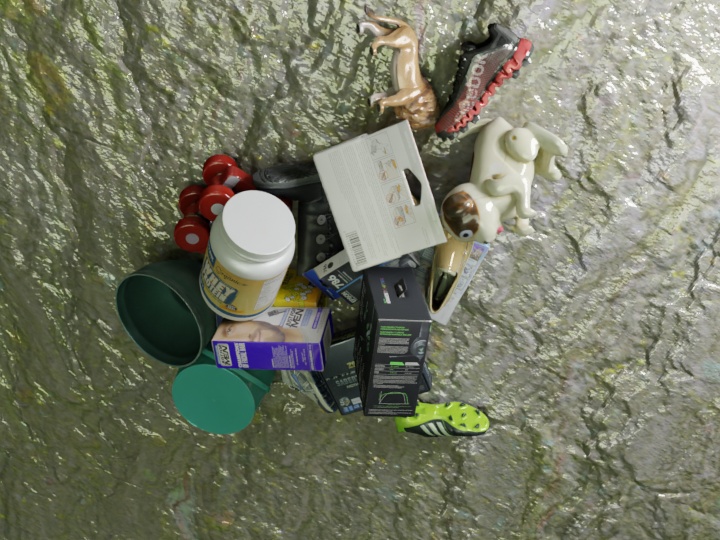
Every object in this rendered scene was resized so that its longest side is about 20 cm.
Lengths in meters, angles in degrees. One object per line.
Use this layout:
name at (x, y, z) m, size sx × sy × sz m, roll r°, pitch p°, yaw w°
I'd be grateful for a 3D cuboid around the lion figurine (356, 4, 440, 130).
lion figurine at (0.066, -0.318, 1.139) m, size 0.120 × 0.072 × 0.205 m, roll -16°, pitch 114°, yaw -20°

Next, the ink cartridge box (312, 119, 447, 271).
ink cartridge box at (0.034, -0.120, 1.166) m, size 0.172 × 0.045 × 0.205 m, roll -16°, pitch 100°, yaw 22°

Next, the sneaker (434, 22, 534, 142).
sneaker at (0.173, -0.297, 1.129) m, size 0.097 × 0.071 × 0.201 m, roll 38°, pitch 114°, yaw -11°

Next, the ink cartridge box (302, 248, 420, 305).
ink cartridge box at (0.000, 0.000, 1.283) m, size 0.197 × 0.040 × 0.099 m, roll -30°, pitch 133°, yaw 25°

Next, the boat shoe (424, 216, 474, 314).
boat shoe at (0.154, -0.017, 1.242) m, size 0.070 × 0.077 × 0.205 m, roll 11°, pitch 118°, yaw 6°

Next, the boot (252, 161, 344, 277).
boot at (-0.106, -0.084, 1.286) m, size 0.160 × 0.066 × 0.205 m, roll -9°, pitch 124°, yaw -16°

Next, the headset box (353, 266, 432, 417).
headset box at (0.048, 0.110, 1.219) m, size 0.090 × 0.175 × 0.205 m, roll 2°, pitch 117°, yaw -9°

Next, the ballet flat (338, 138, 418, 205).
ballet flat at (0.026, -0.138, 1.222) m, size 0.200 × 0.063 × 0.069 m, roll 46°, pitch 111°, yaw 6°

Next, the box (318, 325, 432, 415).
box at (0.021, 0.181, 1.390) m, size 0.195 × 0.051 × 0.161 m, roll -18°, pitch 112°, yaw 17°

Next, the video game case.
video game case at (0.108, -0.020, 1.319) m, size 0.196 × 0.046 × 0.184 m, roll 25°, pitch 121°, yaw -4°

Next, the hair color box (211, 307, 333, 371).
hair color box at (-0.153, 0.119, 1.284) m, size 0.194 × 0.110 × 0.066 m, roll -1°, pitch 120°, yaw 10°

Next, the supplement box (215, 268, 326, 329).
supplement box at (-0.168, 0.068, 1.386) m, size 0.194 × 0.110 × 0.112 m, roll 6°, pitch 121°, yaw 7°

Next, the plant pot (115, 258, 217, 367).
plant pot at (-0.349, 0.061, 1.389) m, size 0.195 × 0.135 × 0.205 m, roll 14°, pitch 126°, yaw 20°

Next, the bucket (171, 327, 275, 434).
bucket at (-0.280, 0.220, 1.480) m, size 0.201 × 0.136 × 0.212 m, roll 4°, pitch 121°, yaw 6°

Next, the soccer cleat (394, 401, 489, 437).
soccer cleat at (0.167, 0.313, 1.498) m, size 0.194 × 0.069 × 0.082 m, roll 5°, pitch 139°, yaw 9°

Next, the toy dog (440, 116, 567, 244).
toy dog at (0.206, -0.134, 1.140) m, size 0.192 × 0.140 × 0.202 m, roll 36°, pitch 82°, yaw 8°

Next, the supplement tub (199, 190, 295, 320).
supplement tub at (-0.191, -0.023, 1.224) m, size 0.142 × 0.147 × 0.201 m, roll 24°, pitch 142°, yaw -4°

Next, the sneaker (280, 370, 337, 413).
sneaker at (-0.117, 0.214, 1.492) m, size 0.084 × 0.077 × 0.202 m, roll -27°, pitch 105°, yaw 34°

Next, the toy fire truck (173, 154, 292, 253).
toy fire truck at (-0.238, -0.096, 1.315) m, size 0.166 × 0.114 × 0.200 m, roll 30°, pitch 123°, yaw -30°
